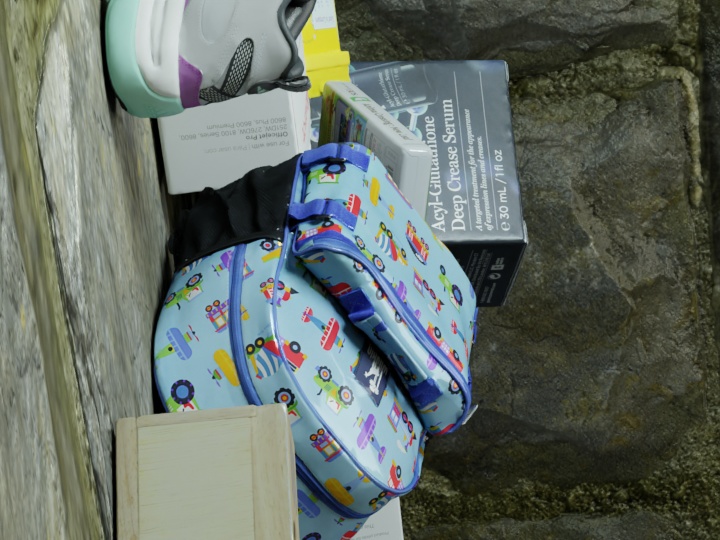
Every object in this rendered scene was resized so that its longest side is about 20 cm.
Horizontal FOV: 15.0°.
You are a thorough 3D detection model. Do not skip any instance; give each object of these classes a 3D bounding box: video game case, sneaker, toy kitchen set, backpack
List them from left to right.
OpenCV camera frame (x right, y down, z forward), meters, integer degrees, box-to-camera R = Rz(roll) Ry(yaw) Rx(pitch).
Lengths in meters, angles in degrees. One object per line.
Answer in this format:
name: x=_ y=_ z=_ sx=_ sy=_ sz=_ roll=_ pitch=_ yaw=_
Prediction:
sneaker: x=-0.060 y=-0.178 z=1.379 sx=0.078 sy=0.140 sz=0.200 roll=71 pitch=14 yaw=-80
backpack: x=-0.025 y=0.052 z=1.480 sx=0.183 sy=0.134 sz=0.200 roll=54 pitch=24 yaw=-24
toy kitchen set: x=-0.018 y=0.187 z=1.268 sx=0.200 sy=0.163 sz=0.181 roll=82 pitch=3 yaw=-57
video game case: x=0.000 y=0.000 z=1.673 sx=0.182 sy=0.022 sz=0.200 roll=-134 pitch=-133 yaw=-67

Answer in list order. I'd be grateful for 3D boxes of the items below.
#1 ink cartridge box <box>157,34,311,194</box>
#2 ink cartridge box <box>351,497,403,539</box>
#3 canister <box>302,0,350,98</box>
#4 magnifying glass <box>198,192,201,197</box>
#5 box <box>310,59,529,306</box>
ink cartridge box: x=-0.080 y=-0.160 z=1.573 sx=0.145 sy=0.084 sz=0.200 roll=-88 pitch=171 yaw=-71
ink cartridge box: x=-0.020 y=0.205 z=1.921 sx=0.145 sy=0.084 sz=0.200 roll=-127 pitch=-150 yaw=-68
canister: x=-0.070 y=-0.207 z=1.760 sx=0.149 sy=0.086 sz=0.200 roll=-22 pitch=106 yaw=-73
magnifying glass: x=-0.097 y=-0.057 z=1.784 sx=0.200 sy=0.022 sz=0.080 roll=-96 pitch=179 yaw=-62
box: x=0.007 y=-0.060 z=1.924 sx=0.107 sy=0.200 sz=0.149 roll=104 pitch=-17 yaw=-63
